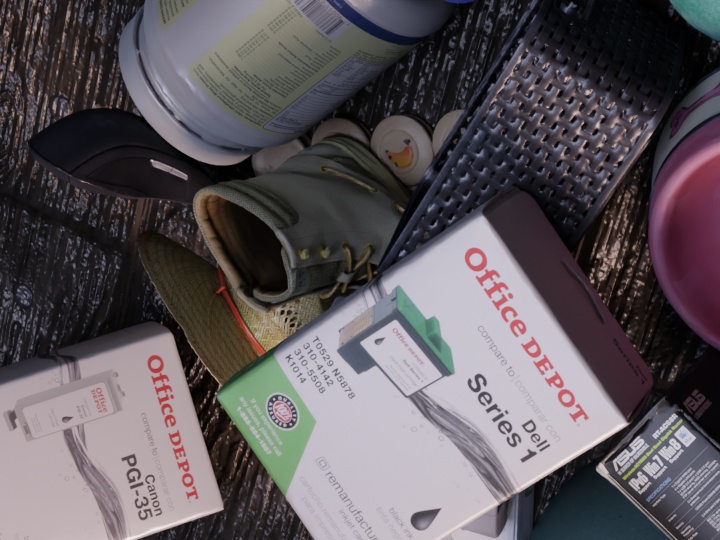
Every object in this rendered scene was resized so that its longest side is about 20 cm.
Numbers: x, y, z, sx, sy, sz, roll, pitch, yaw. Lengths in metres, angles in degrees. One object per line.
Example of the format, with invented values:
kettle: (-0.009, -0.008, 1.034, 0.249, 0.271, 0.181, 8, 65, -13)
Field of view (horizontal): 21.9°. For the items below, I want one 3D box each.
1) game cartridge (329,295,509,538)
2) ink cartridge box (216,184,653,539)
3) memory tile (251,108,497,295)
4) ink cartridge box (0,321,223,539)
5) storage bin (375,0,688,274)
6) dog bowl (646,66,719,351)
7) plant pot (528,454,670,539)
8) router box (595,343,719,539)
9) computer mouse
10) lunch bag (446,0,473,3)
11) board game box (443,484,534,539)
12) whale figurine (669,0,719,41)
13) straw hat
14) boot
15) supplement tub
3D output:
game cartridge: (0.030, 0.097, 1.194, 0.133, 0.041, 0.200, 17, 145, 17)
ink cartridge box: (0.043, 0.067, 1.063, 0.200, 0.084, 0.146, -35, 89, 22)
memory tile: (0.018, -0.033, 1.284, 0.200, 0.017, 0.153, -3, 103, 34)
ink cartridge box: (-0.218, 0.134, 1.372, 0.083, 0.200, 0.147, -171, 64, -74)
storage bin: (0.104, -0.072, 1.127, 0.094, 0.135, 0.200, 31, 120, -3)
dog bowl: (0.255, -0.024, 1.065, 0.200, 0.074, 0.200, 14, 127, 20)
plant pot: (0.176, 0.228, 1.191, 0.200, 0.135, 0.200, 10, 109, 30)
router box: (0.233, 0.120, 1.075, 0.150, 0.200, 0.062, 43, 113, 9)
computer mouse: (-0.152, -0.092, 1.270, 0.140, 0.200, 0.046, 40, 110, 40)
lunch bag: (0.047, -0.263, 1.103, 0.200, 0.160, 0.076, 50, 164, 17)
board game box: (0.058, 0.149, 1.299, 0.126, 0.035, 0.200, 10, 110, 26)
whale figurine: (0.210, -0.222, 1.048, 0.159, 0.104, 0.200, -22, 90, 36)
straw hat: (-0.056, 0.025, 1.269, 0.085, 0.201, 0.201, -39, 81, 10)
boot: (0.000, 0.000, 1.200, 0.200, 0.155, 0.072, 43, 123, 16)
supplement tub: (-0.049, -0.170, 1.205, 0.200, 0.145, 0.145, -34, 85, 35)
